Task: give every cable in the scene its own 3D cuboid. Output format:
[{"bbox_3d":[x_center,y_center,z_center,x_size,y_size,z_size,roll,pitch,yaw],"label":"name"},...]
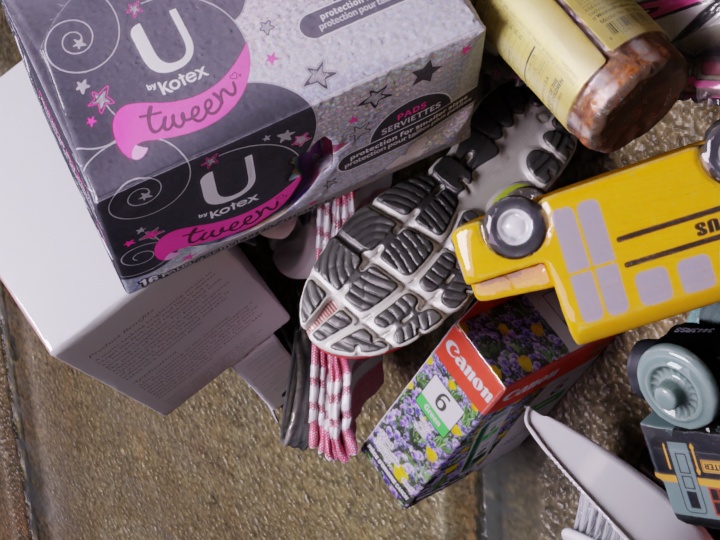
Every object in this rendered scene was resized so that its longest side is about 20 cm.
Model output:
[{"bbox_3d":[-0.042,0.026,0.970,0.097,0.050,0.202,134,154,-58],"label":"cable"}]

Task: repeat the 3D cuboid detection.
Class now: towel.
[{"bbox_3d":[0.000,0.000,0.911,0.030,0.146,0.202,6,108,9],"label":"towel"}]

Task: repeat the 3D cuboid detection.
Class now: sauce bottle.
[{"bbox_3d":[0.075,-0.146,0.713,0.201,0.066,0.066,55,139,25],"label":"sauce bottle"}]

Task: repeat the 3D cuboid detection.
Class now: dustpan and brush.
[{"bbox_3d":[0.164,0.162,0.784,0.199,0.057,0.140,24,156,48],"label":"dustpan and brush"}]

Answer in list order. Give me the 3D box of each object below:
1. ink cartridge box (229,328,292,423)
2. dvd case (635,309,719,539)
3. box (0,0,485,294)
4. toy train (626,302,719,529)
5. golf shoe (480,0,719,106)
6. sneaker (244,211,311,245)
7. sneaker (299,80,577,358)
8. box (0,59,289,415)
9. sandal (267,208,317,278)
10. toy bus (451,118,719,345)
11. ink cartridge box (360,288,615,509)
[{"bbox_3d":[-0.104,-0.001,1.064,0.199,0.043,0.200,60,176,17],"label":"ink cartridge box"},{"bbox_3d":[0.223,0.081,0.768,0.146,0.022,0.202,37,132,35],"label":"dvd case"},{"bbox_3d":[-0.055,-0.100,0.721,0.133,0.199,0.115,62,170,20],"label":"box"},{"bbox_3d":[0.217,0.072,0.697,0.199,0.085,0.115,-1,116,48],"label":"toy train"},{"bbox_3d":[0.139,-0.131,0.748,0.199,0.072,0.093,9,100,39],"label":"golf shoe"},{"bbox_3d":[-0.077,-0.070,0.894,0.199,0.079,0.131,-24,57,54],"label":"sneaker"},{"bbox_3d":[0.048,-0.015,0.810,0.077,0.200,0.085,43,160,15],"label":"sneaker"},{"bbox_3d":[-0.143,-0.019,0.865,0.153,0.106,0.200,53,179,18],"label":"box"},{"bbox_3d":[-0.033,-0.085,0.956,0.082,0.049,0.205,-36,49,51],"label":"sandal"},{"bbox_3d":[0.148,-0.022,0.698,0.198,0.065,0.079,-19,93,14],"label":"toy bus"},{"bbox_3d":[0.088,0.051,0.845,0.051,0.108,0.200,52,138,18],"label":"ink cartridge box"}]
